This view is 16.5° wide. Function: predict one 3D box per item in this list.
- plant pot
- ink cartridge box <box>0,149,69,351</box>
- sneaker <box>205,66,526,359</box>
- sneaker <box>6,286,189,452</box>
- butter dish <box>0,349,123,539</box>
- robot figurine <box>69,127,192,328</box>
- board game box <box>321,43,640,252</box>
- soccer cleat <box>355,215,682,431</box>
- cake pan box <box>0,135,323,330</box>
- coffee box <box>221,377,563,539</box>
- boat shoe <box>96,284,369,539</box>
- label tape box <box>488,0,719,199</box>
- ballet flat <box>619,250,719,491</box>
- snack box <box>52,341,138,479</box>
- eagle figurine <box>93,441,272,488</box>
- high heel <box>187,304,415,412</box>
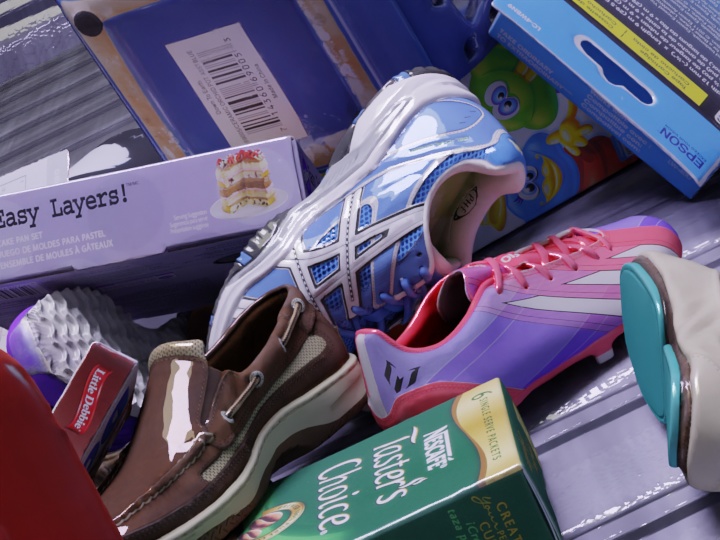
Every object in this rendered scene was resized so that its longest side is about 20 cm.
[{"bbox_3d":[-0.044,-0.157,1.328,0.199,0.200,0.180,-14,36,28],"label":"plant pot"},{"bbox_3d":[-0.230,0.034,1.469,0.199,0.163,0.057,-16,-25,32],"label":"ink cartridge box"},{"bbox_3d":[0.000,0.000,1.163,0.077,0.076,0.200,36,93,38],"label":"sneaker"},{"bbox_3d":[-0.142,0.069,1.277,0.099,0.070,0.200,-33,-19,13],"label":"sneaker"},{"bbox_3d":[-0.168,0.133,0.921,0.199,0.200,0.148,-25,13,5],"label":"butter dish"},{"bbox_3d":[-0.147,-0.016,1.546,0.124,0.151,0.200,12,28,17],"label":"robot figurine"},{"bbox_3d":[0.051,-0.073,1.447,0.199,0.103,0.105,-29,14,-12],"label":"board game box"},{"bbox_3d":[0.077,0.015,1.147,0.200,0.077,0.067,-37,18,-34],"label":"soccer cleat"},{"bbox_3d":[-0.112,-0.012,1.288,0.199,0.053,0.184,-12,-11,6],"label":"cake pan box"},{"bbox_3d":[-0.018,0.117,1.022,0.199,0.044,0.123,-24,13,6],"label":"coffee box"},{"bbox_3d":[-0.074,0.067,1.063,0.074,0.075,0.202,-19,13,35],"label":"boat shoe"},{"bbox_3d":[0.148,-0.115,1.329,0.066,0.143,0.200,-53,-5,39],"label":"label tape box"},{"bbox_3d":[0.145,0.039,0.997,0.069,0.070,0.200,-24,16,7],"label":"ballet flat"},{"bbox_3d":[-0.151,0.127,1.038,0.201,0.024,0.072,-62,-4,-23],"label":"snack box"},{"bbox_3d":[-0.156,0.117,1.148,0.151,0.199,0.152,-58,32,39],"label":"eagle figurine"},{"bbox_3d":[0.007,0.031,1.271,0.096,0.068,0.199,-3,9,-43],"label":"high heel"}]
